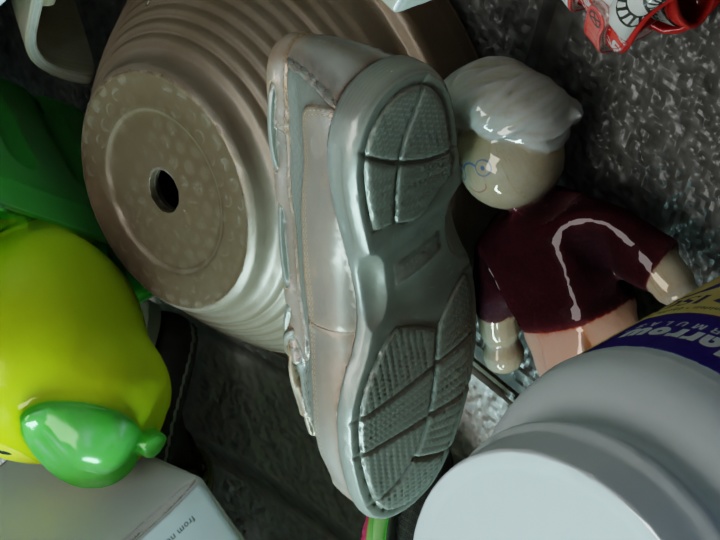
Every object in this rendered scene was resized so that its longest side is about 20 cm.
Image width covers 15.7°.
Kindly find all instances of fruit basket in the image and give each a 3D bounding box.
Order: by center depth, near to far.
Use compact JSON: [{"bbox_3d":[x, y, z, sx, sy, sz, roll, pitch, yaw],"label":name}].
[{"bbox_3d":[-0.162,0.015,1.079,0.155,0.215,0.216,-28,87,23],"label":"fruit basket"}]

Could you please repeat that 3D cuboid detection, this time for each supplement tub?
[{"bbox_3d":[0.127,0.077,0.834,0.145,0.200,0.146,22,124,38],"label":"supplement tub"}]

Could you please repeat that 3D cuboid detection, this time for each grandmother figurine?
[{"bbox_3d":[0.080,0.015,0.965,0.121,0.060,0.201,-16,99,40],"label":"grandmother figurine"}]

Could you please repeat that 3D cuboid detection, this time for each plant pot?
[{"bbox_3d":[-0.045,-0.044,1.042,0.200,0.092,0.202,24,126,38],"label":"plant pot"}]

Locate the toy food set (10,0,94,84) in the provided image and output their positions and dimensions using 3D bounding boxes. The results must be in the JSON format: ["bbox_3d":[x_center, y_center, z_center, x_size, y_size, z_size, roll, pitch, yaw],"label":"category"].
[{"bbox_3d":[-0.108,-0.193,1.042,0.200,0.060,0.144,112,147,-44],"label":"toy food set"}]

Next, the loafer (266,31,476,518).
[{"bbox_3d":[0.000,0.000,0.970,0.063,0.072,0.201,30,137,35],"label":"loafer"}]

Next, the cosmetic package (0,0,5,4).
[{"bbox_3d":[-0.213,-0.141,1.020,0.200,0.150,0.052,-16,54,68],"label":"cosmetic package"}]

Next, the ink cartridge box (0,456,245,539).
[{"bbox_3d":[-0.076,0.171,1.104,0.147,0.086,0.200,14,142,58],"label":"ink cartridge box"}]

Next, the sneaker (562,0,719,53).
[{"bbox_3d":[0.059,-0.124,0.910,0.201,0.067,0.109,-11,98,46],"label":"sneaker"}]

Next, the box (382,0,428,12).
[{"bbox_3d":[-0.020,-0.180,0.856,0.200,0.082,0.069,46,130,17],"label":"box"}]

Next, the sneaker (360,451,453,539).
[{"bbox_3d":[0.050,0.161,1.068,0.077,0.083,0.201,61,-166,-84],"label":"sneaker"}]

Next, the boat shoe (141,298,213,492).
[{"bbox_3d":[-0.100,0.107,1.201,0.060,0.072,0.202,13,115,-8],"label":"boat shoe"}]
